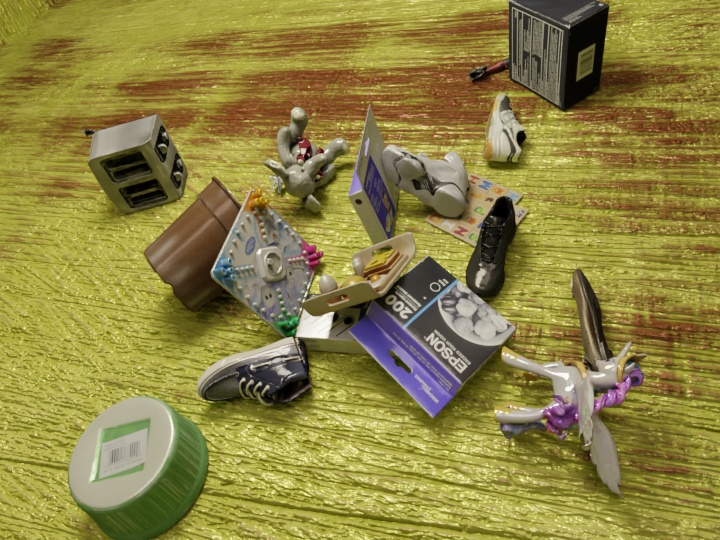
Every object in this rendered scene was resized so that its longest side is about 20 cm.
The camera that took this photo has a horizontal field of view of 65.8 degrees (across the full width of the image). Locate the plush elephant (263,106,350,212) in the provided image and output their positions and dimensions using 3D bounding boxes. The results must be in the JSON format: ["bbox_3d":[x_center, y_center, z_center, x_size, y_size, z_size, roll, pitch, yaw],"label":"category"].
[{"bbox_3d":[-0.123,-0.224,1.211,0.200,0.164,0.156,-46,33,12],"label":"plush elephant"}]

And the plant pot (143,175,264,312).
[{"bbox_3d":[-0.299,-0.042,1.086,0.197,0.202,0.200,-40,51,-11],"label":"plant pot"}]

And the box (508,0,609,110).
[{"bbox_3d":[0.445,-0.516,1.272,0.121,0.202,0.199,-30,49,-12],"label":"box"}]

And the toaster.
[{"bbox_3d":[-0.536,-0.253,1.328,0.194,0.183,0.121,-14,48,1],"label":"toaster"}]

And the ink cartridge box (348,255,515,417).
[{"bbox_3d":[0.113,0.095,0.894,0.199,0.044,0.197,-37,64,-26],"label":"ink cartridge box"}]

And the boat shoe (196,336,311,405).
[{"bbox_3d":[-0.174,0.186,0.922,0.196,0.076,0.093,-24,40,-6],"label":"boat shoe"}]

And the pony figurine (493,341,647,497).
[{"bbox_3d":[0.288,0.184,0.764,0.196,0.168,0.196,-8,43,32],"label":"pony figurine"}]

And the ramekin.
[{"bbox_3d":[-0.345,0.296,0.859,0.194,0.099,0.204,-8,48,8],"label":"ramekin"}]

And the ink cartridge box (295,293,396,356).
[{"bbox_3d":[-0.008,0.094,0.977,0.194,0.045,0.096,2,51,15],"label":"ink cartridge box"}]

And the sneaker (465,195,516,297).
[{"bbox_3d":[0.233,-0.047,0.999,0.074,0.092,0.204,10,59,18],"label":"sneaker"}]

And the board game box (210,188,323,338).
[{"bbox_3d":[-0.157,-0.013,1.009,0.025,0.200,0.204,-17,42,36],"label":"board game box"}]

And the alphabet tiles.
[{"bbox_3d":[0.230,-0.127,1.128,0.198,0.006,0.166,31,64,34],"label":"alphabet tiles"}]

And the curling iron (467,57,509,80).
[{"bbox_3d":[0.364,-0.523,1.415,0.195,0.026,0.050,-21,10,-8],"label":"curling iron"}]

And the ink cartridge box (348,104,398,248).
[{"bbox_3d":[0.024,-0.184,1.102,0.042,0.202,0.202,-7,47,20],"label":"ink cartridge box"}]

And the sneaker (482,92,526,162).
[{"bbox_3d":[0.322,-0.309,1.228,0.085,0.076,0.204,13,56,5],"label":"sneaker"}]

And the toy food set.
[{"bbox_3d":[0.000,0.000,0.948,0.141,0.061,0.200,-20,16,35],"label":"toy food set"}]

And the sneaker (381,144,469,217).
[{"bbox_3d":[0.138,-0.202,1.129,0.198,0.075,0.116,35,49,-4],"label":"sneaker"}]

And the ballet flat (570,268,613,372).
[{"bbox_3d":[0.359,0.084,0.883,0.046,0.067,0.204,-29,43,33],"label":"ballet flat"}]
